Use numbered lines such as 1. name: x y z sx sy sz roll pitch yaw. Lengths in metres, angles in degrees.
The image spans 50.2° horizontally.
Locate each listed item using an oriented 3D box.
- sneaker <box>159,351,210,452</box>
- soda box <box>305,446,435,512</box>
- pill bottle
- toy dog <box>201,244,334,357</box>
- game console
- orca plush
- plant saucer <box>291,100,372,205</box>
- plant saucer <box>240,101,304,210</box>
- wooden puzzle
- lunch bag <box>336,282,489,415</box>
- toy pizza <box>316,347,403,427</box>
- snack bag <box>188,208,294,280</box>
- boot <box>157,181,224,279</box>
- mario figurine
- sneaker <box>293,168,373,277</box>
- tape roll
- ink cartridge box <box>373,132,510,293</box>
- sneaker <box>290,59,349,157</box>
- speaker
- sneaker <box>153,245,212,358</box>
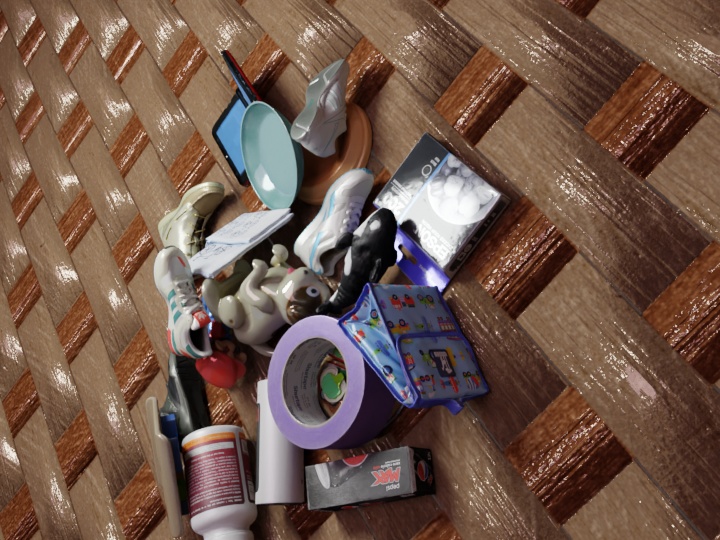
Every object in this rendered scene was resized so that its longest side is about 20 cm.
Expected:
1. sneaker: -0.354 0.251 1.462 0.114 0.076 0.201 -27 66 22
2. soda box: 0.011 0.314 1.154 0.199 0.063 0.071 -21 64 33
3. pill bottle: -0.237 0.375 1.303 0.112 0.113 0.202 -30 59 28
4. toy dog: -0.143 0.057 1.309 0.198 0.139 0.196 -10 97 32
5. game console: -0.250 -0.304 1.529 0.118 0.173 0.201 -31 55 -4
6. orca plush: 0.000 0.000 1.207 0.200 0.105 0.071 -46 27 12
7. plant saucer: -0.067 -0.220 1.402 0.199 0.037 0.202 -13 68 36
8. plant saucer: -0.155 -0.209 1.398 0.199 0.036 0.202 31 130 46
9. wooden puzzle: -0.331 0.334 1.341 0.200 0.046 0.187 -153 55 -66
10. lunch bag: 0.084 0.122 1.093 0.094 0.150 0.201 -53 53 31
11. toy pizza: -0.001 0.161 1.232 0.199 0.032 0.202 -13 69 36
12. snack bag: -0.238 -0.051 1.395 0.200 0.022 0.188 -40 23 -27
13. boot: -0.332 -0.072 1.549 0.199 0.072 0.156 -36 56 32
14. mario figurine: -0.245 0.129 1.412 0.105 0.124 0.201 -21 49 5
15. sneaker: -0.031 -0.082 1.311 0.081 0.076 0.201 45 113 31
16. tape roll: -0.046 0.174 1.187 0.199 0.085 0.202 -10 75 38
17. ink cartridge box: 0.108 -0.086 1.214 0.201 0.043 0.198 -55 50 14
18. sneaker: -0.058 -0.284 1.350 0.070 0.080 0.202 -10 51 44
19. speaker: -0.132 0.281 1.269 0.081 0.081 0.202 -14 68 35
20. sneaker: -0.289 0.057 1.303 0.093 0.070 0.202 9 111 41
